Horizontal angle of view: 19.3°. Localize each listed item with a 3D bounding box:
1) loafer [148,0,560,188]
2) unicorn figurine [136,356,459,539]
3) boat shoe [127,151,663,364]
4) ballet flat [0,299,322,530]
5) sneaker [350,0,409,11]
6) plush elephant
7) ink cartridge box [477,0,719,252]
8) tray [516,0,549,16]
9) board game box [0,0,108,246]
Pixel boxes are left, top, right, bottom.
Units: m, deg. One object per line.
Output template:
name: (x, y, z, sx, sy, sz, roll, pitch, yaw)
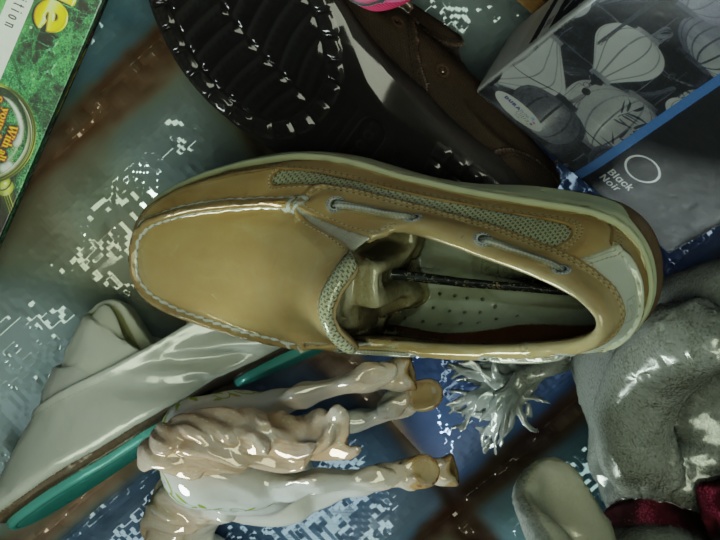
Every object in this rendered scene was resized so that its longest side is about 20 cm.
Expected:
loafer: (-0.002, -0.072, 0.794, 0.200, 0.071, 0.073, 49, 124, 0)
unicorn figurine: (-0.033, 0.080, 0.805, 0.136, 0.074, 0.200, -14, 150, 7)
boat shoe: (0.000, 0.000, 0.733, 0.199, 0.076, 0.072, 0, 108, 24)
ballet flat: (-0.067, 0.027, 0.827, 0.199, 0.069, 0.070, -30, 104, 4)
sneaker: (-0.054, -0.155, 0.727, 0.081, 0.075, 0.200, -40, 59, -18)
plush elephant: (0.128, 0.089, 0.783, 0.199, 0.165, 0.156, -14, 66, 20)
ink cartridge box: (0.131, -0.080, 0.706, 0.099, 0.039, 0.200, 39, 145, -10)
tray: (0.112, -0.180, 0.744, 0.200, 0.099, 0.037, -45, 59, 11)
board game box: (-0.169, -0.068, 0.813, 0.104, 0.023, 0.201, 26, 106, -5)
